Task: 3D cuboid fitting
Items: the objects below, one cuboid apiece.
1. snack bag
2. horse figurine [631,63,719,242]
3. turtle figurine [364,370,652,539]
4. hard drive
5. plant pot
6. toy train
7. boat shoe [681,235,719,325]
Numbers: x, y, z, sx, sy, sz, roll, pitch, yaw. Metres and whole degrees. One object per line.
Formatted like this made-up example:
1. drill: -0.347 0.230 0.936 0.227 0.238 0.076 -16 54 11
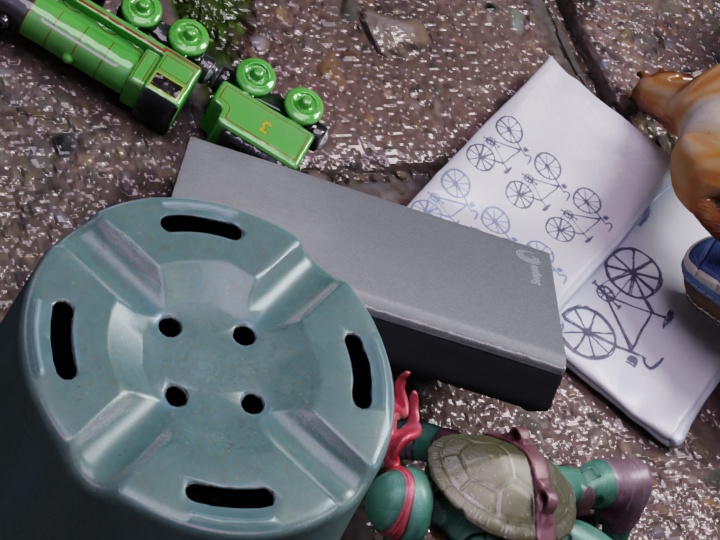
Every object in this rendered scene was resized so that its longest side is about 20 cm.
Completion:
1. snack bag: 0.140 -0.013 1.118 0.200 0.021 0.189 41 47 6
2. horse figurine: 0.218 -0.069 1.120 0.131 0.050 0.201 -4 40 10
3. turtle figurine: 0.060 0.121 0.928 0.198 0.101 0.151 8 52 -29
4. hard drive: 0.000 0.000 0.979 0.198 0.033 0.140 18 22 -6
5. plant pot: -0.088 0.087 0.806 0.198 0.196 0.202 14 51 -18
6. toy train: -0.109 -0.108 1.052 0.199 0.042 0.057 30 58 -4
7. boat shoe: 0.258 0.050 1.080 0.199 0.073 0.072 28 42 18
